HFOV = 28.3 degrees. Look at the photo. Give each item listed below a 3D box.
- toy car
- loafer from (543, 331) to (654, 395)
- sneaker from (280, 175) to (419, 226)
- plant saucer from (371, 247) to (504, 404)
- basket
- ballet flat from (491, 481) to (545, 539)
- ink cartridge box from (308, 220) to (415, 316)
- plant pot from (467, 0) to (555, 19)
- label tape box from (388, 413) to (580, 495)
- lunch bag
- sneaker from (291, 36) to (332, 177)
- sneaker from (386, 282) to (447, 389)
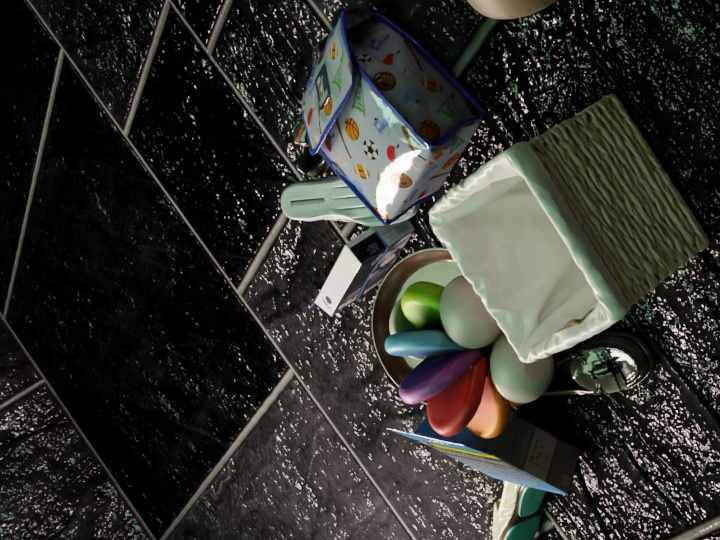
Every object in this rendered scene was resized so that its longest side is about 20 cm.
[{"bbox_3d":[0.108,0.109,1.648,0.200,0.150,0.175,48,152,-14],"label":"toy car"},{"bbox_3d":[0.257,0.120,1.647,0.072,0.063,0.200,61,152,-6],"label":"loafer"},{"bbox_3d":[-0.006,-0.098,1.847,0.198,0.071,0.074,4,103,30],"label":"sneaker"},{"bbox_3d":[0.108,0.070,1.786,0.199,0.032,0.202,4,99,29],"label":"plant saucer"},{"bbox_3d":[0.209,-0.043,1.459,0.201,0.160,0.198,56,152,2],"label":"basket"},{"bbox_3d":[0.213,0.315,1.931,0.063,0.067,0.201,56,148,37],"label":"ballet flat"},{"bbox_3d":[0.000,0.000,1.906,0.039,0.099,0.200,50,152,10],"label":"ink cartridge box"},{"bbox_3d":[0.126,-0.330,1.306,0.200,0.200,0.175,27,157,44],"label":"plant pot"},{"bbox_3d":[0.156,0.210,1.779,0.199,0.064,0.144,30,164,-37],"label":"label tape box"},{"bbox_3d":[0.019,-0.183,1.658,0.200,0.123,0.170,50,144,12],"label":"lunch bag"},{"bbox_3d":[-0.045,-0.193,1.797,0.080,0.086,0.201,36,145,34],"label":"sneaker"},{"bbox_3d":[0.085,0.092,1.869,0.070,0.090,0.201,46,150,19],"label":"sneaker"}]
